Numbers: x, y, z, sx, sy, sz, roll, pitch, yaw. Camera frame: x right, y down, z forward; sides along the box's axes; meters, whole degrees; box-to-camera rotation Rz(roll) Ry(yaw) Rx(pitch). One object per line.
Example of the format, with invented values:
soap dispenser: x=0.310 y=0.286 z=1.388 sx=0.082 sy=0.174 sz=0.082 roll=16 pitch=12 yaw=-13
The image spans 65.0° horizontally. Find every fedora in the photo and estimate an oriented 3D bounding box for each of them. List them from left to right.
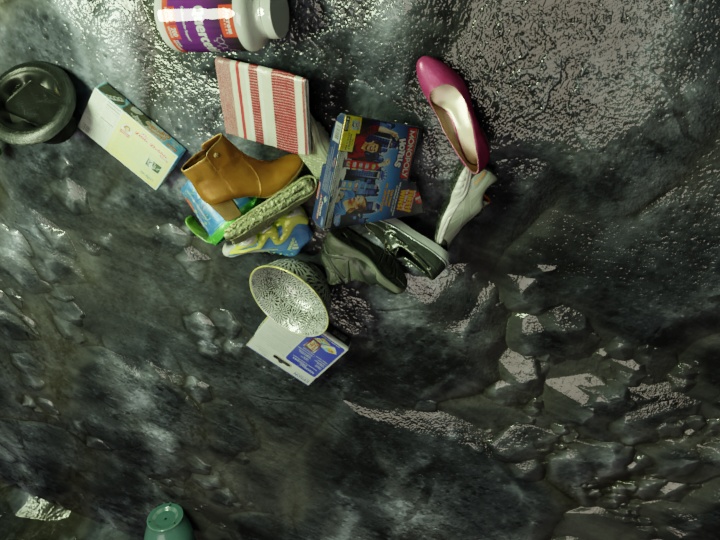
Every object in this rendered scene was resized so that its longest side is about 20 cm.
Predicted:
fedora: x=-0.639 y=-0.316 z=1.129 sx=0.199 sy=0.202 sz=0.092 roll=10 pitch=162 yaw=11

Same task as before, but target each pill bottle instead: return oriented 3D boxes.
pill bottle: x=-0.221 y=-0.414 z=0.913 sx=0.198 sy=0.113 sz=0.113 roll=5 pitch=128 yaw=16

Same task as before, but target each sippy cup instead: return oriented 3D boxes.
sippy cup: x=-0.285 y=-0.143 z=1.144 sx=0.178 sy=0.140 sz=0.131 roll=-41 pitch=98 yaw=-4

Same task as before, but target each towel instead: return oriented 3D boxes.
towel: x=-0.172 y=-0.295 z=1.015 sx=0.199 sy=0.023 sz=0.145 roll=21 pitch=133 yaw=24
towel: x=-0.166 y=-0.111 z=1.065 sx=0.199 sy=0.148 sz=0.037 roll=-34 pitch=95 yaw=-3

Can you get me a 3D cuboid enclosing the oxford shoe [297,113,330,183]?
oxford shoe: x=-0.079 y=-0.232 z=1.046 sx=0.075 sy=0.058 sz=0.201 roll=-23 pitch=102 yaw=50

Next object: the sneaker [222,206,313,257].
sneaker: x=-0.188 y=-0.055 z=1.187 sx=0.199 sy=0.076 sz=0.105 roll=-24 pitch=124 yaw=16

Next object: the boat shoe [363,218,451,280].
boat shoe: x=0.078 y=-0.051 z=1.083 sx=0.199 sy=0.057 sz=0.069 roll=31 pitch=161 yaw=25

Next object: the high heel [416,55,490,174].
high heel: x=0.148 y=-0.251 z=0.923 sx=0.067 sy=0.096 sz=0.201 roll=-20 pitch=118 yaw=31

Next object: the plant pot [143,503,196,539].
plant pot: x=-0.732 y=1.005 z=2.153 sx=0.198 sy=0.200 sz=0.190 roll=6 pitch=113 yaw=15

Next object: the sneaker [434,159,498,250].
sneaker: x=0.187 y=-0.108 z=1.038 sx=0.079 sy=0.074 sz=0.201 roll=17 pitch=130 yaw=-2

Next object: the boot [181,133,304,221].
boot: x=-0.209 y=-0.192 z=1.023 sx=0.201 sy=0.071 sz=0.144 roll=-37 pitch=133 yaw=-8

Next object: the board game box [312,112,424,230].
board game box: x=0.031 y=-0.169 z=1.012 sx=0.198 sy=0.062 sz=0.202 roll=2 pitch=114 yaw=-27

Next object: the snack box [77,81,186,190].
snack box: x=-0.469 y=-0.271 z=1.158 sx=0.200 sy=0.037 sz=0.116 roll=41 pitch=129 yaw=-14

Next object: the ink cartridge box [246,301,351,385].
ink cartridge box: x=-0.154 y=0.176 z=1.396 sx=0.197 sy=0.047 sz=0.200 roll=36 pitch=131 yaw=-12

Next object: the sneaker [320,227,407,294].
sneaker: x=0.000 y=0.000 z=1.186 sx=0.198 sy=0.076 sz=0.115 roll=31 pitch=132 yaw=-2

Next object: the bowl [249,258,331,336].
bowl: x=-0.134 y=0.041 z=1.237 sx=0.199 sy=0.094 sz=0.202 roll=21 pitch=138 yaw=20
